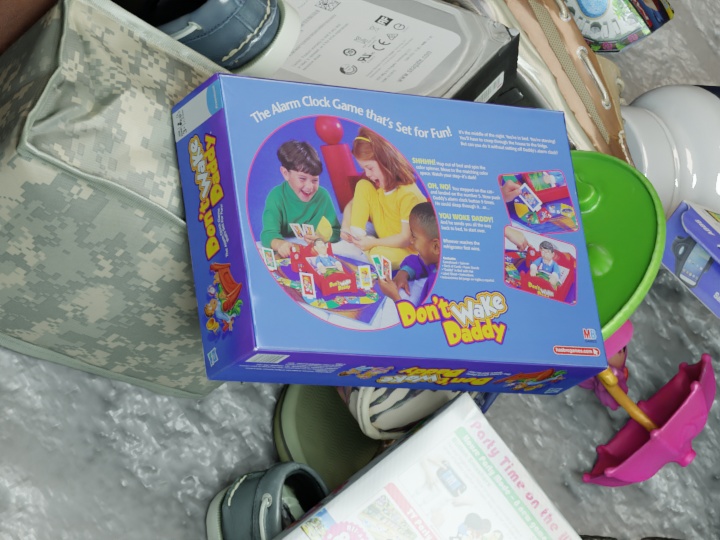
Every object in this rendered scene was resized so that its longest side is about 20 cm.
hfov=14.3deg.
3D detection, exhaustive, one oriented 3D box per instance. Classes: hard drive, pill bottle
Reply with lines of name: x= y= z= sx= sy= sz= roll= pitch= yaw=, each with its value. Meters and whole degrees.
hard drive: x=-0.034 y=-0.115 z=1.528 sx=0.200 sy=0.038 sz=0.140 roll=21 pitch=42 yaw=23
pill bottle: x=0.214 y=-0.054 z=1.709 sx=0.200 sy=0.111 sz=0.111 roll=0 pitch=64 yaw=-38

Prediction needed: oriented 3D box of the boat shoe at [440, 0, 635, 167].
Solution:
boat shoe: x=0.117 y=-0.092 z=1.593 sx=0.072 sy=0.076 sz=0.200 roll=-37 pitch=102 yaw=-27

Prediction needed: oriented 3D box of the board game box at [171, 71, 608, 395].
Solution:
board game box: x=0.016 y=-0.015 z=1.348 sx=0.200 sy=0.045 sz=0.135 roll=4 pitch=68 yaw=-33

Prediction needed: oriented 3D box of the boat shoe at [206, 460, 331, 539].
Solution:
boat shoe: x=-0.018 y=0.188 z=1.413 sx=0.073 sy=0.062 sz=0.200 roll=-5 pitch=67 yaw=-40

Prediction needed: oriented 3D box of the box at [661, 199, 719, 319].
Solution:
box: x=0.246 y=0.022 z=1.594 sx=0.200 sy=0.041 sz=0.119 roll=13 pitch=27 yaw=-48

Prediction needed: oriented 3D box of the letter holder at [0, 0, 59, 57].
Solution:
letter holder: x=-0.218 y=-0.173 z=1.382 sx=0.142 sy=0.200 sz=0.101 roll=18 pitch=54 yaw=-28

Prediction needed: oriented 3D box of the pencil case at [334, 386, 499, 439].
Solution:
pencil case: x=0.000 y=0.000 z=1.478 sx=0.200 sy=0.089 sz=0.078 roll=55 pitch=-3 yaw=44

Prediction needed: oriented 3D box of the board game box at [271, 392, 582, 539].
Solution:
board game box: x=0.015 y=0.176 z=1.364 sx=0.200 sy=0.064 sz=0.148 roll=-37 pitch=88 yaw=-7

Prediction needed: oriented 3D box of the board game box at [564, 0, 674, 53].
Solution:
board game box: x=0.094 y=-0.205 z=1.681 sx=0.200 sy=0.062 sz=0.200 roll=53 pitch=16 yaw=0

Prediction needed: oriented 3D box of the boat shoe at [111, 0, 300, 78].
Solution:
boat shoe: x=-0.117 y=-0.130 z=1.442 sx=0.062 sy=0.200 sz=0.075 roll=44 pitch=70 yaw=-39

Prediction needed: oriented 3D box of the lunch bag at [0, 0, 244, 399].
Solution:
lunch bag: x=-0.106 y=-0.024 z=1.403 sx=0.200 sy=0.164 sz=0.118 roll=29 pitch=52 yaw=-21

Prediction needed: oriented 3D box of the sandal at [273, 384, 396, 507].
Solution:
sandal: x=0.007 y=0.054 z=1.517 sx=0.080 sy=0.057 sz=0.201 roll=32 pitch=47 yaw=-22

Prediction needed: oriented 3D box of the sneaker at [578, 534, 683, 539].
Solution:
sneaker: x=0.167 y=0.193 z=1.570 sx=0.200 sy=0.077 sz=0.089 roll=7 pitch=91 yaw=-37

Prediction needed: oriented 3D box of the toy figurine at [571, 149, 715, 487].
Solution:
toy figurine: x=0.116 y=0.036 z=1.575 sx=0.200 sy=0.150 sz=0.184 roll=46 pitch=-5 yaw=48
